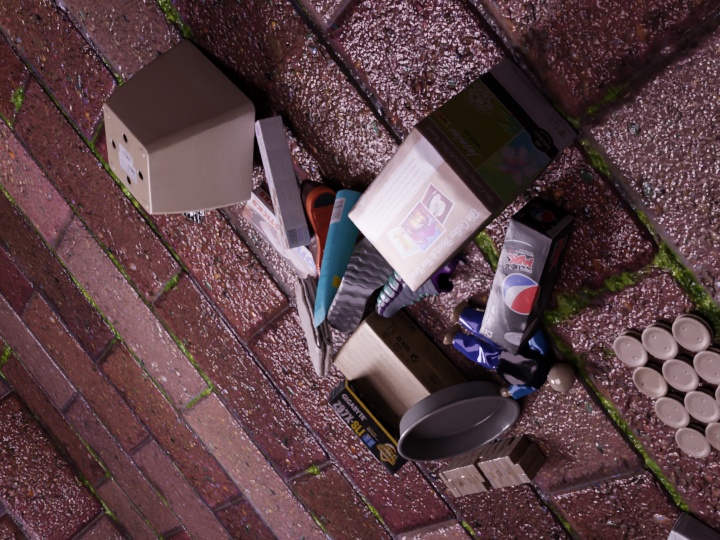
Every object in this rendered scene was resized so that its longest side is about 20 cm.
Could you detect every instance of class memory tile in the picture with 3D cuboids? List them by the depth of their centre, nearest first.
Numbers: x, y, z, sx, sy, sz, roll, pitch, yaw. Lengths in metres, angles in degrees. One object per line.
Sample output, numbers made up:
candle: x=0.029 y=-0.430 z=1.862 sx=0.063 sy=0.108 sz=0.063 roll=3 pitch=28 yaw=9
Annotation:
memory tile: x=0.422 y=0.149 z=1.196 sx=0.202 sy=0.017 sz=0.153 roll=54 pitch=144 yaw=-5

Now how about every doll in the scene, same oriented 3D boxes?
doll: x=0.218 y=0.115 z=1.357 sx=0.198 sy=0.048 sz=0.139 roll=28 pitch=118 yaw=26

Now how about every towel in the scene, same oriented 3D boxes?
towel: x=-0.078 y=0.095 z=1.585 sx=0.201 sy=0.034 sz=0.135 roll=97 pitch=158 yaw=-69

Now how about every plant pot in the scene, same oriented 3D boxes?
plant pot: x=-0.296 y=-0.208 z=1.498 sx=0.200 sy=0.175 sz=0.202 roll=44 pitch=145 yaw=27

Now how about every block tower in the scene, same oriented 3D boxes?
block tower: x=0.212 y=0.320 z=1.541 sx=0.054 sy=0.058 sz=0.199 roll=53 pitch=142 yaw=-4

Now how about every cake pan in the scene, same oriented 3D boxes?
cake pan: x=0.146 y=0.229 z=1.441 sx=0.202 sy=0.196 sz=0.037 roll=111 pitch=147 yaw=-50

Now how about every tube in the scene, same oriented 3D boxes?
tube: x=-0.036 y=-0.018 z=1.399 sx=0.049 sy=0.204 sz=0.078 roll=16 pitch=163 yaw=-4

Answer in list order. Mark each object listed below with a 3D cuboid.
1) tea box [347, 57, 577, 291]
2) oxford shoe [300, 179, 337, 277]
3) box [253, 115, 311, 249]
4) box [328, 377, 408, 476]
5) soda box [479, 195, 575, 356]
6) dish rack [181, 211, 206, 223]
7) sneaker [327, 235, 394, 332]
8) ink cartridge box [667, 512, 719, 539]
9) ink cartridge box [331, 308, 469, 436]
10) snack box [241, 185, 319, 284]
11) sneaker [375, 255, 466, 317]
tea box: x=0.120 y=-0.114 z=1.141 sx=0.134 sy=0.196 sz=0.200 roll=47 pitch=144 yaw=4
oxford shoe: x=-0.055 y=-0.054 z=1.509 sx=0.072 sy=0.070 sz=0.204 roll=42 pitch=147 yaw=50
box: x=-0.120 y=-0.135 z=1.460 sx=0.039 sy=0.041 sz=0.205 roll=-179 pitch=74 yaw=-72
box: x=0.014 y=0.262 z=1.621 sx=0.160 sy=0.049 sz=0.200 roll=50 pitch=179 yaw=2
soda box: x=0.216 y=0.010 z=1.237 sx=0.063 sy=0.070 sz=0.203 roll=30 pitch=133 yaw=24
dish rack: x=-0.347 y=-0.181 z=1.715 sx=0.198 sy=0.054 sz=0.155 roll=30 pitch=141 yaw=24
sneaker: x=0.000 y=0.000 z=1.477 sx=0.074 sy=0.083 sz=0.201 roll=24 pitch=126 yaw=-12
ink cartridge box: x=0.518 y=0.459 z=1.339 sx=0.198 sy=0.043 sz=0.176 roll=30 pitch=140 yaw=26
ink cartridge box: x=0.064 y=0.168 z=1.552 sx=0.200 sy=0.075 sz=0.165 roll=47 pitch=146 yaw=5
snack box: x=-0.120 y=-0.049 z=1.604 sx=0.200 sy=0.024 sz=0.072 roll=46 pitch=143 yaw=8
sneaker: x=0.087 y=0.026 z=1.408 sx=0.087 sy=0.074 sz=0.201 roll=37 pitch=142 yaw=9
